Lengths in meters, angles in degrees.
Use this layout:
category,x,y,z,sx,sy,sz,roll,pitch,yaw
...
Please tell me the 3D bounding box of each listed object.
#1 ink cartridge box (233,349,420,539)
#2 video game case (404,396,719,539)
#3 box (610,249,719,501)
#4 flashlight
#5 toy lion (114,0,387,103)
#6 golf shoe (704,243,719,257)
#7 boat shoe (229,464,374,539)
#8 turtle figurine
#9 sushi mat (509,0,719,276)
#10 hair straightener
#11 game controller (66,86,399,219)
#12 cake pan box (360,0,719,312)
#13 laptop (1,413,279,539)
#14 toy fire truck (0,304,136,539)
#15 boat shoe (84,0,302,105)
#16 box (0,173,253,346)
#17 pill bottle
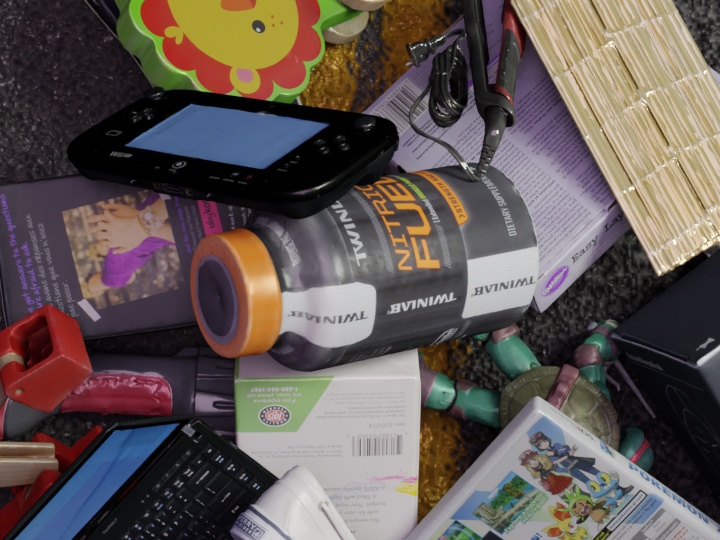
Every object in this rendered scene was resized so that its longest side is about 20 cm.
category,x,y,z,sx,sy,sz,roll,pitch,yaw
ink cartridge box,-0.021,0.133,1.146,0.116,0.068,0.202,-1,121,-3
video game case,0.119,0.200,1.129,0.182,0.022,0.200,35,113,-12
box,0.273,0.097,1.127,0.107,0.148,0.201,-36,102,-6
flashlight,-0.170,0.085,1.175,0.198,0.068,0.068,5,111,-3
toy lion,-0.085,-0.201,1.171,0.191,0.069,0.201,-27,84,-33
golf shoe,0.256,-0.033,1.201,0.198,0.073,0.093,21,82,1
boat shoe,0.002,0.196,1.083,0.065,0.073,0.200,-48,129,-14
turtle figurine,0.126,0.091,1.173,0.199,0.101,0.150,32,83,7
sushi mat,0.178,-0.105,1.117,0.095,0.012,0.201,-26,82,-6
hair straightener,0.066,-0.127,1.129,0.076,0.041,0.201,-8,45,16
game controller,-0.076,-0.071,1.038,0.199,0.104,0.043,11,115,36
cake pan box,0.119,-0.096,1.179,0.200,0.052,0.184,-44,59,-7
laptop,-0.131,0.184,1.055,0.200,0.103,0.177,40,101,-22
toy fire truck,-0.217,0.125,1.112,0.200,0.141,0.049,-40,43,12
boat shoe,-0.119,-0.156,1.206,0.075,0.062,0.200,-45,88,-8
box,-0.128,-0.015,1.154,0.198,0.122,0.107,-7,91,-2
pill bottle,0.000,0.000,1.057,0.198,0.106,0.107,-11,83,-33
